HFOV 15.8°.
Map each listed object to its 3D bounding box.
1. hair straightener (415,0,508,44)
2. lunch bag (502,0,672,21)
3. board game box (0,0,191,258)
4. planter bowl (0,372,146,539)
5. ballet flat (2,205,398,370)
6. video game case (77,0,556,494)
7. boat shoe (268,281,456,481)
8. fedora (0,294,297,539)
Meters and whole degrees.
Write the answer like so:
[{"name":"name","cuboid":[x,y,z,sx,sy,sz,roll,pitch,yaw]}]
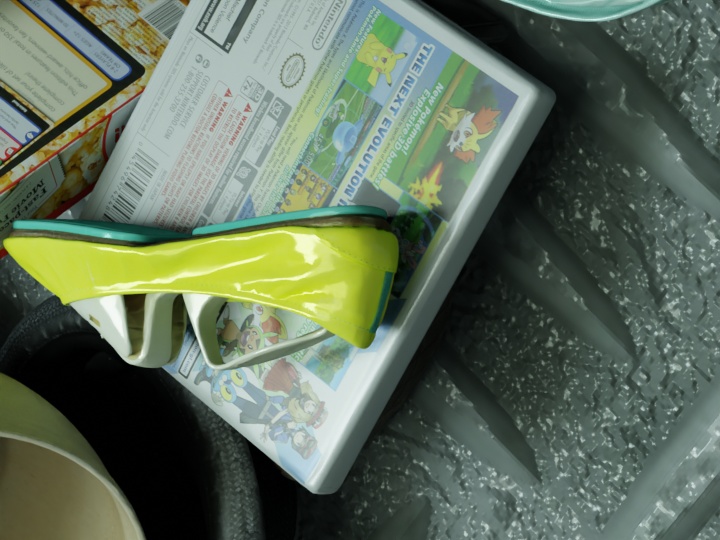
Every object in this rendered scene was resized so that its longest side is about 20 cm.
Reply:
[{"name":"hair straightener","cuboid":[-0.016,-0.139,1.163,0.199,0.041,0.077,26,114,29]},{"name":"lunch bag","cuboid":[0.095,-0.173,0.994,0.199,0.170,0.123,22,121,30]},{"name":"board game box","cuboid":[-0.181,-0.088,1.199,0.151,0.200,0.046,40,151,22]},{"name":"planter bowl","cuboid":[-0.207,0.115,1.171,0.201,0.199,0.135,-68,29,26]},{"name":"ballet flat","cuboid":[-0.073,0.009,1.102,0.199,0.067,0.067,-1,87,32]},{"name":"video game case","cuboid":[-0.030,-0.036,1.130,0.182,0.022,0.201,37,105,31]},{"name":"boat shoe","cuboid":[0.000,0.000,1.169,0.072,0.076,0.201,33,109,27]},{"name":"fedora","cuboid":[-0.094,0.103,1.243,0.200,0.091,0.202,4,97,38]}]
